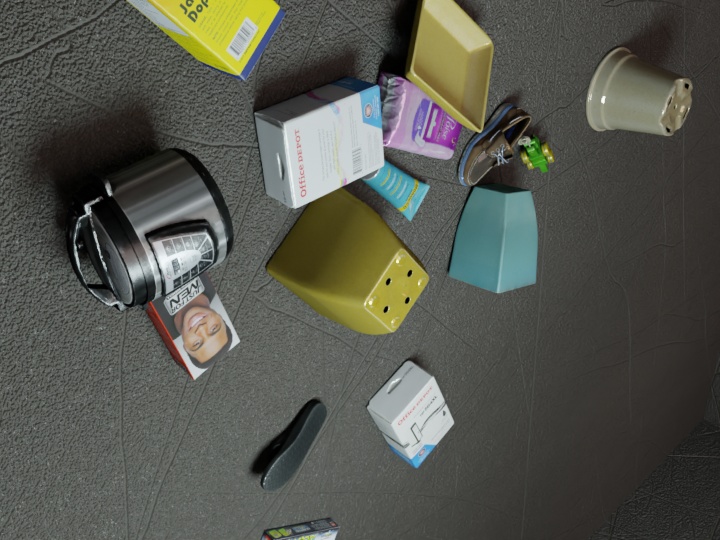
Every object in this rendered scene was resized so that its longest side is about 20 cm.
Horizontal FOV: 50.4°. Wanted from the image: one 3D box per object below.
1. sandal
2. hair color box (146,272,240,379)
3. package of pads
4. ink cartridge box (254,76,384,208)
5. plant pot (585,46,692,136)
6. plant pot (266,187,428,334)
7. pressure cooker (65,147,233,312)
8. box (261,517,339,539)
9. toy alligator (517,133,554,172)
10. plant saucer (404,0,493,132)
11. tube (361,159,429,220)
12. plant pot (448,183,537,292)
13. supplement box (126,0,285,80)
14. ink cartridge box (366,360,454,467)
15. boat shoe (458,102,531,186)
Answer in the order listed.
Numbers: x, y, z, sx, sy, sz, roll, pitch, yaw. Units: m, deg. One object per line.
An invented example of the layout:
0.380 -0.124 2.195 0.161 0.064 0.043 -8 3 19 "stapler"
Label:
-0.136 0.342 1.500 0.201 0.047 0.076 -54 140 -28 "sandal"
-0.270 0.061 1.183 0.101 0.061 0.202 -40 136 -24 "hair color box"
0.101 -0.272 1.370 0.198 0.075 0.122 3 110 -47 "package of pads"
-0.063 -0.208 1.229 0.199 0.084 0.146 -30 130 -33 "ink cartridge box"
0.663 -0.405 1.796 0.199 0.183 0.203 -23 127 -35 "plant pot"
0.000 0.000 1.323 0.195 0.199 0.195 -55 140 -7 "plant pot"
-0.290 -0.048 1.017 0.199 0.178 0.177 -31 91 -30 "pressure cooker"
-0.139 0.600 1.642 0.199 0.035 0.111 10 104 -48 "box"
0.376 -0.270 1.666 0.199 0.059 0.055 28 50 -59 "toy alligator"
0.147 -0.364 1.324 0.199 0.048 0.203 30 61 -38 "plant saucer"
0.064 -0.157 1.425 0.078 0.050 0.199 -56 145 6 "tube"
0.292 -0.077 1.635 0.140 0.140 0.203 -11 113 -42 "plant pot"
-0.211 -0.352 0.974 0.199 0.108 0.110 34 87 -50 "supplement box"
0.115 0.322 1.713 0.146 0.084 0.201 -45 138 -17 "ink cartridge box"
0.275 -0.254 1.562 0.201 0.072 0.072 -57 139 -6 "boat shoe"
